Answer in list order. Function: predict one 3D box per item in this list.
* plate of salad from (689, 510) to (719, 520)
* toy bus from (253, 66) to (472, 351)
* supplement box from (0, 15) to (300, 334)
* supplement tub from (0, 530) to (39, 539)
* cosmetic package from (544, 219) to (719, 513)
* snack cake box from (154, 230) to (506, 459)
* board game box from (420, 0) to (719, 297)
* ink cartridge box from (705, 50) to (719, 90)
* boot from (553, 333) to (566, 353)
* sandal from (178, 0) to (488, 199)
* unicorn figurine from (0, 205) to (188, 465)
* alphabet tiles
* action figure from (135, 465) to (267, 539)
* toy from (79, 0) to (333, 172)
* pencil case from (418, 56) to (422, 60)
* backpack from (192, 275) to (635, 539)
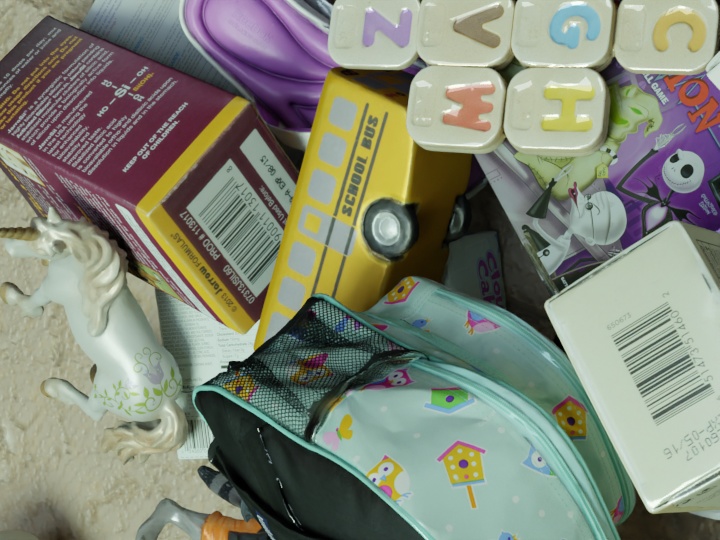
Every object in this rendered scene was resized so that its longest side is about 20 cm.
[{"bbox_3d":[0.198,0.027,0.989,0.199,0.048,0.201,-4,83,29],"label":"plate of salad"},{"bbox_3d":[0.000,0.000,1.012,0.078,0.065,0.201,26,112,27],"label":"toy bus"},{"bbox_3d":[-0.123,-0.057,1.091,0.200,0.110,0.086,26,69,43],"label":"supplement box"},{"bbox_3d":[-0.208,0.277,1.212,0.200,0.140,0.140,51,118,16],"label":"supplement tub"},{"bbox_3d":[0.170,0.047,0.860,0.073,0.200,0.104,-33,69,22],"label":"cosmetic package"},{"bbox_3d":[-0.016,0.044,1.108,0.199,0.067,0.115,-5,93,31],"label":"snack cake box"},{"bbox_3d":[0.107,-0.084,0.933,0.120,0.032,0.200,-31,67,11],"label":"board game box"},{"bbox_3d":[0.269,-0.048,0.877,0.083,0.146,0.200,-47,73,26],"label":"ink cartridge box"},{"bbox_3d":[0.115,-0.042,0.977,0.162,0.073,0.199,41,103,31],"label":"boot"},{"bbox_3d":[-0.020,-0.096,1.054,0.202,0.050,0.083,32,105,11],"label":"sandal"},{"bbox_3d":[-0.155,0.024,1.099,0.200,0.074,0.137,50,154,-23],"label":"unicorn figurine"},{"bbox_3d":[0.079,-0.155,0.932,0.195,0.015,0.201,4,82,21],"label":"alphabet tiles"},{"bbox_3d":[-0.027,0.139,1.094,0.193,0.200,0.105,-7,51,24],"label":"action figure"},{"bbox_3d":[-0.057,-0.124,1.121,0.200,0.047,0.115,41,115,14],"label":"toy"},{"bbox_3d":[0.072,-0.201,1.012,0.094,0.091,0.200,49,123,51],"label":"pencil case"},{"bbox_3d":[0.041,0.108,0.903,0.200,0.153,0.176,34,152,54],"label":"backpack"}]
